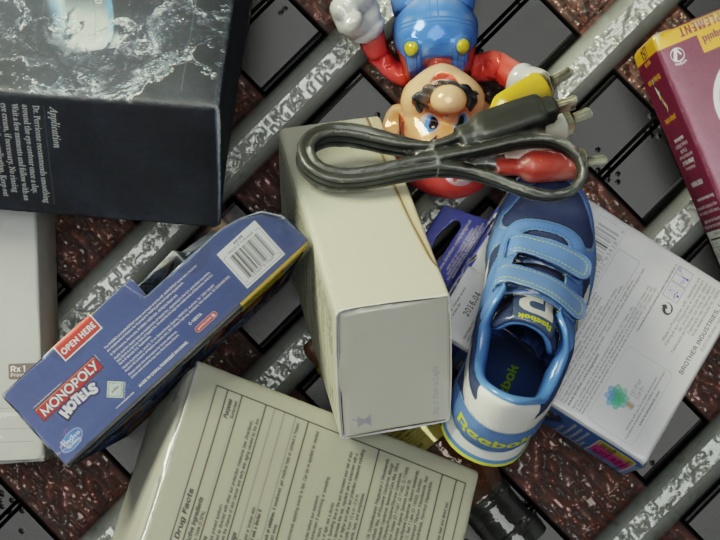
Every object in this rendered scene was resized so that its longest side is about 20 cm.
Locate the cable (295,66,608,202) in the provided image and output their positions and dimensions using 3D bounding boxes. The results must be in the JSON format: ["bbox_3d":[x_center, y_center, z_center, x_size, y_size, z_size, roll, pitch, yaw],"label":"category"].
[{"bbox_3d":[0.062,-0.067,1.240,0.199,0.050,0.098,-17,67,-9],"label":"cable"}]

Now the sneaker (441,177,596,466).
[{"bbox_3d":[0.108,0.021,1.224,0.074,0.082,0.201,16,66,-1],"label":"sneaker"}]

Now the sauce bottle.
[{"bbox_3d":[0.045,0.110,1.319,0.066,0.066,0.200,-38,87,-2],"label":"sauce bottle"}]

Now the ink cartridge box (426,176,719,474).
[{"bbox_3d":[0.130,0.024,1.308,0.199,0.076,0.137,33,76,0],"label":"ink cartridge box"}]

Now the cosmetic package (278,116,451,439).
[{"bbox_3d":[0.000,0.000,1.246,0.073,0.200,0.104,-9,129,-9],"label":"cosmetic package"}]

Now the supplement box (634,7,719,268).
[{"bbox_3d":[0.275,-0.079,1.317,0.110,0.086,0.201,-22,88,-1],"label":"supplement box"}]

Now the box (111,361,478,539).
[{"bbox_3d":[-0.045,0.162,1.232,0.199,0.109,0.128,23,63,-13],"label":"box"}]

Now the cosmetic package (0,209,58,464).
[{"bbox_3d":[-0.257,0.027,1.313,0.106,0.090,0.201,-4,91,0],"label":"cosmetic package"}]

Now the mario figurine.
[{"bbox_3d":[0.056,-0.148,1.306,0.123,0.106,0.201,-13,76,34],"label":"mario figurine"}]

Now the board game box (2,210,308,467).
[{"bbox_3d":[-0.132,0.044,1.265,0.200,0.200,0.062,-43,89,-12],"label":"board game box"}]

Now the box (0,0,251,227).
[{"bbox_3d":[-0.176,-0.144,1.263,0.199,0.118,0.197,5,51,0],"label":"box"}]
